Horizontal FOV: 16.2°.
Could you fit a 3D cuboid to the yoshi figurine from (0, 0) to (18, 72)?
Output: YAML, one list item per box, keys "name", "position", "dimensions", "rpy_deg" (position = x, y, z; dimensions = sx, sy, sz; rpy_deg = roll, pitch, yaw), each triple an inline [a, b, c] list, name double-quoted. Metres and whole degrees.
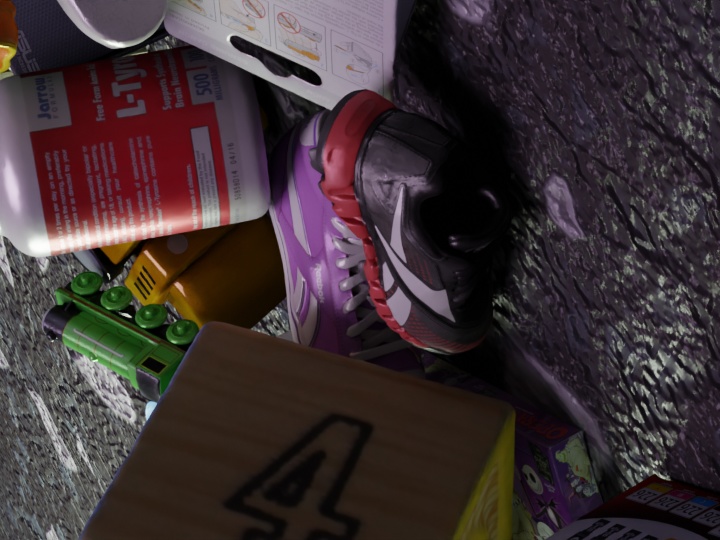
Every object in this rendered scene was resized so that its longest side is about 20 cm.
- name: "yoshi figurine"
  position: [-0.255, -0.208, 1.438]
  dimensions: [0.112, 0.111, 0.201]
  rpy_deg: [19, -119, -73]

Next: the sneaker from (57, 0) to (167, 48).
- name: "sneaker"
  position: [-0.180, -0.215, 1.421]
  dimensions: [0.201, 0.075, 0.088]
  rpy_deg: [67, 163, -9]

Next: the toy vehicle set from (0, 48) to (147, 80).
- name: "toy vehicle set"
  position: [-0.249, -0.181, 1.747]
  dimensions: [0.026, 0.200, 0.125]
  rpy_deg: [-41, 76, 36]

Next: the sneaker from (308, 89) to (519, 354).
- name: "sneaker"
  position: [0.045, -0.015, 1.407]
  dimensions: [0.097, 0.071, 0.201]
  rpy_deg: [17, 149, 33]

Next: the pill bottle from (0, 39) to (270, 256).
- name: "pill bottle"
  position: [-0.161, -0.070, 1.536]
  dimensions: [0.112, 0.199, 0.113]
  rpy_deg: [170, 90, -83]

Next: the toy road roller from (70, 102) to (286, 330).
- name: "toy road roller"
  position: [-0.108, -0.030, 1.702]
  dimensions: [0.146, 0.123, 0.200]
  rpy_deg: [47, 161, 1]

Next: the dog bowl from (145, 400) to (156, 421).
- name: "dog bowl"
  position: [-0.087, 0.131, 1.742]
  dimensions: [0.112, 0.049, 0.200]
  rpy_deg: [66, 160, -8]

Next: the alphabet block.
- name: "alphabet block"
  position: [-0.033, 0.178, 1.486]
  dimensions: [0.199, 0.197, 0.196]
  rpy_deg: [16, 141, 15]

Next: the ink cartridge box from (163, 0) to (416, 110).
- name: "ink cartridge box"
  position: [-0.037, -0.178, 1.371]
  dimensions: [0.162, 0.050, 0.200]
  rpy_deg: [26, 150, 18]

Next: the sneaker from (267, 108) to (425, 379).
- name: "sneaker"
  position: [-0.001, 0.000, 1.521]
  dimensions: [0.202, 0.072, 0.114]
  rpy_deg: [69, 155, 6]

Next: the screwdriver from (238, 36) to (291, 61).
- name: "screwdriver"
  position: [-0.128, -0.173, 1.526]
  dimensions: [0.199, 0.028, 0.029]
  rpy_deg: [23, 144, -1]

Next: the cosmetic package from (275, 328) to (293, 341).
- name: "cosmetic package"
  position: [-0.031, 0.094, 1.730]
  dimensions: [0.102, 0.074, 0.200]
  rpy_deg: [60, 158, 6]

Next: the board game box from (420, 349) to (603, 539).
- name: "board game box"
  position: [0.087, 0.125, 1.555]
  dimensions: [0.200, 0.032, 0.121]
  rpy_deg: [25, 134, 59]

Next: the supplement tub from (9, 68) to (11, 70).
- name: "supplement tub"
  position: [-0.231, -0.246, 1.678]
  dimensions: [0.201, 0.144, 0.145]
  rpy_deg: [58, 159, 12]

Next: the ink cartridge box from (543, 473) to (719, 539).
- name: "ink cartridge box"
  position: [0.148, 0.194, 1.284]
  dimensions: [0.200, 0.175, 0.084]
  rpy_deg: [11, 126, 64]

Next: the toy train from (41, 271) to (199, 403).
- name: "toy train"
  position: [-0.133, 0.057, 1.680]
  dimensions: [0.199, 0.056, 0.042]
  rpy_deg: [24, 143, 32]

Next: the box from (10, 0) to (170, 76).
- name: "box"
  position: [-0.176, -0.229, 1.557]
  dimensions: [0.051, 0.157, 0.201]
  rpy_deg: [-65, -48, -75]
